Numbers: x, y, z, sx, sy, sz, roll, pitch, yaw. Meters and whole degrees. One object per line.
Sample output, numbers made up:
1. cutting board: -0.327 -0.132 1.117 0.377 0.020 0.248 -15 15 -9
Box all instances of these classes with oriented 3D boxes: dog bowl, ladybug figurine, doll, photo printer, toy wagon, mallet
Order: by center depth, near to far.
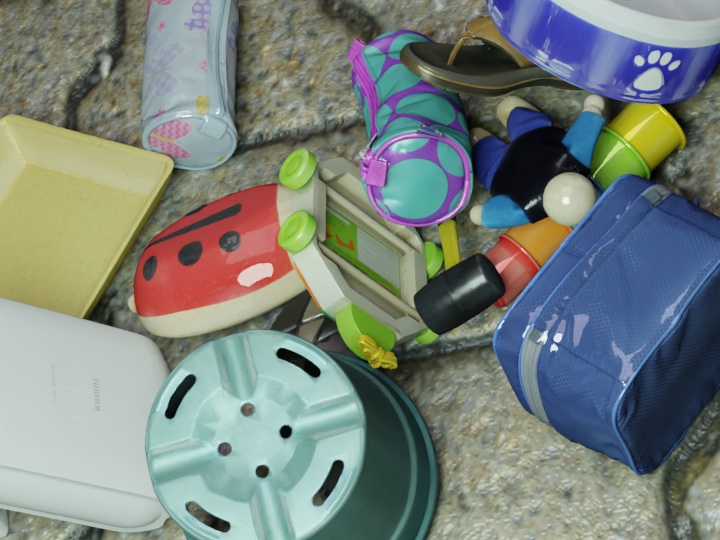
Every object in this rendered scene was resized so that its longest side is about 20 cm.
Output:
1. toy wagon: 0.000 0.000 1.427 0.040 0.155 0.200 -35 36 30
2. photo printer: -0.226 0.112 1.432 0.069 0.200 0.167 -44 41 38
3. doll: 0.137 -0.084 1.442 0.136 0.048 0.200 -42 22 6
4. mallet: 0.077 -0.034 1.465 0.066 0.041 0.200 -28 35 25
5. dog bowl: 0.203 -0.222 1.491 0.200 0.079 0.200 13 38 -10
6. ladybug figurine: -0.104 -0.013 1.512 0.200 0.072 0.136 -24 28 11

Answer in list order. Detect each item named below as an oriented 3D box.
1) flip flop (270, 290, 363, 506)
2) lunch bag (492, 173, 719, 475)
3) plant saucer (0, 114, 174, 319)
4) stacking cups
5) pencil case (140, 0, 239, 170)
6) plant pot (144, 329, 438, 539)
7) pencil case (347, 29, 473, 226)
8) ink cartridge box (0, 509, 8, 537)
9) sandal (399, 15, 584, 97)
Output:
1. flip flop: -0.030 0.108 1.441 0.081 0.058 0.201 -5 71 12
2. lunch bag: 0.196 0.028 1.354 0.132 0.136 0.200 30 71 33
3. plant saucer: -0.277 -0.027 1.622 0.200 0.048 0.200 16 65 28
4. stacking cups: 0.168 -0.050 1.474 0.200 0.061 0.060 -46 54 -6
5. pencil case: -0.146 -0.186 1.657 0.091 0.083 0.200 -20 52 28
6. plant pot: -0.055 0.132 1.305 0.200 0.196 0.201 -2 75 8
7. pencil case: 0.038 -0.119 1.506 0.092 0.085 0.200 19 28 -15
8. ink cartridge box: -0.355 0.113 1.462 0.084 0.200 0.146 -18 53 7
9. sandal: 0.122 -0.177 1.507 0.199 0.055 0.082 -2 27 -23
